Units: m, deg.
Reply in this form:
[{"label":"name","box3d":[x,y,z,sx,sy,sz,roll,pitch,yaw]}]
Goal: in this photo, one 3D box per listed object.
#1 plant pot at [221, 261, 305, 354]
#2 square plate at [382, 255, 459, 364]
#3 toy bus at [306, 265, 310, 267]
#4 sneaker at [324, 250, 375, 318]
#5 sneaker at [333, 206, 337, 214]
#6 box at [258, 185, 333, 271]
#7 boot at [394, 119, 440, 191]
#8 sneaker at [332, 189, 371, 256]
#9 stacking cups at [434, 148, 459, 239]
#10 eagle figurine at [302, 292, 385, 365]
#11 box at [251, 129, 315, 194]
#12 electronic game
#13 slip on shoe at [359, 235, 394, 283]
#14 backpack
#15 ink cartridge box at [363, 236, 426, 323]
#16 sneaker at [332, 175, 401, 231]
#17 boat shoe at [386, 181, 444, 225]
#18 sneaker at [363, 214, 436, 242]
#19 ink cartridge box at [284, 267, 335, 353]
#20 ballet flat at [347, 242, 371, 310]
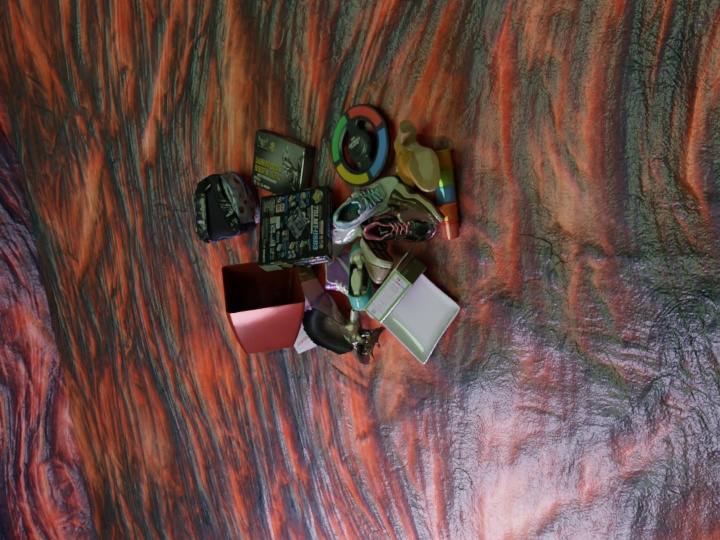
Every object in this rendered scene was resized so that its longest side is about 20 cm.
[{"label":"plant pot","box3d":[-0.253,0.105,1.653,0.201,0.197,0.178,-113,18,-52]},{"label":"square plate","box3d":[0.139,0.098,1.563,0.198,0.028,0.201,44,125,24]},{"label":"toy bus","box3d":[-0.154,-0.049,1.711,0.199,0.064,0.079,-7,95,61]},{"label":"sneaker","box3d":[-0.029,0.052,1.617,0.202,0.113,0.073,61,162,26]},{"label":"sneaker","box3d":[-0.156,-0.144,1.691,0.198,0.077,0.086,-18,85,16]},{"label":"box","box3d":[-0.168,-0.109,1.625,0.196,0.050,0.203,-8,70,17]},{"label":"boot","box3d":[0.127,-0.226,1.417,0.145,0.070,0.203,87,166,-61]},{"label":"sneaker","box3d":[-0.022,-0.108,1.621,0.081,0.075,0.201,38,124,15]},{"label":"stacking cups","box3d":[0.193,-0.172,1.423,0.060,0.060,0.203,-3,99,40]},{"label":"eagle figurine","box3d":[-0.039,0.151,1.658,0.197,0.152,0.153,15,74,20]},{"label":"box","box3d":[-0.220,-0.293,1.751,0.199,0.048,0.160,26,118,32]},{"label":"electronic game","box3d":[-0.001,-0.310,1.551,0.198,0.041,0.203,5,96,44]},{"label":"slip on shoe","box3d":[0.037,-0.031,1.527,0.200,0.075,0.061,-118,42,-65]},{"label":"backpack","box3d":[-0.397,-0.198,1.861,0.198,0.154,0.193,-11,103,35]},{"label":"ink cartridge box","box3d":[0.096,0.025,1.486,0.059,0.104,0.201,39,125,5]},{"label":"sneaker","box3d":[0.017,-0.161,1.518,0.199,0.086,0.078,-36,85,6]},{"label":"boat shoe","box3d":[0.122,-0.136,1.436,0.075,0.075,0.202,-48,30,2]},{"label":"sneaker","box3d":[0.090,-0.099,1.509,0.198,0.095,0.080,-4,97,39]},{"label":"ink cartridge box","box3d":[-0.161,0.111,1.783,0.145,0.087,0.201,-40,76,38]},{"label":"ballet flat","box3d":[0.000,0.000,1.566,0.066,0.071,0.202,-4,59,7]}]
